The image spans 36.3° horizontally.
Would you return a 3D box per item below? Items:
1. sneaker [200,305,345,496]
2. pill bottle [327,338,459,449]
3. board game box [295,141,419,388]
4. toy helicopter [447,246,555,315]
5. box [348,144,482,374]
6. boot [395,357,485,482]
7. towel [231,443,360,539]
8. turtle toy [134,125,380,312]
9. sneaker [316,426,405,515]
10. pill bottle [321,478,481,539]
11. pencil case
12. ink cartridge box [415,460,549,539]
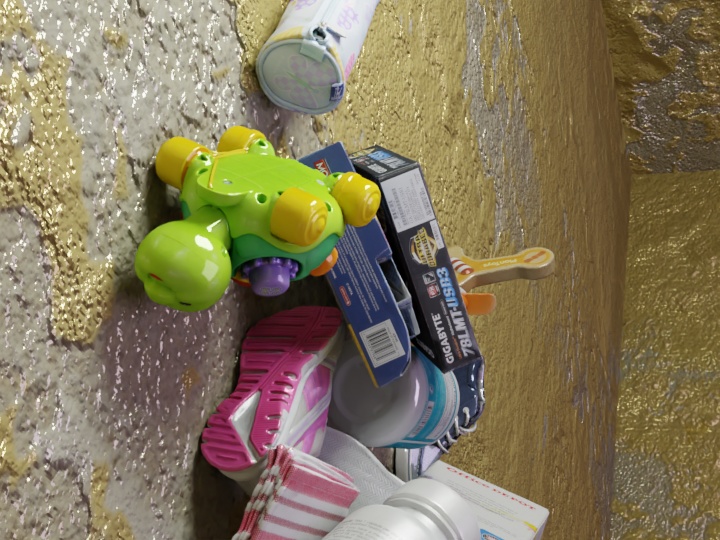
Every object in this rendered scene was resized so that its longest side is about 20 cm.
[{"bbox_3d":[-0.066,0.112,0.935,0.200,0.081,0.088,-61,145,-40],"label":"sneaker"},{"bbox_3d":[0.039,0.132,1.155,0.200,0.110,0.111,27,63,-68],"label":"pill bottle"},{"bbox_3d":[0.000,0.000,0.995,0.200,0.062,0.201,63,3,-87],"label":"board game box"},{"bbox_3d":[0.127,0.008,1.272,0.132,0.199,0.079,-90,169,-61],"label":"toy helicopter"},{"bbox_3d":[0.045,-0.018,1.094,0.200,0.050,0.199,-135,-153,-74],"label":"box"},{"bbox_3d":[0.100,0.190,1.342,0.073,0.090,0.201,54,40,-57],"label":"boot"},{"bbox_3d":[-0.077,0.242,0.875,0.200,0.030,0.146,-61,152,-8],"label":"towel"},{"bbox_3d":[-0.087,-0.033,0.817,0.200,0.145,0.101,-24,134,-56],"label":"turtle toy"},{"bbox_3d":[-0.003,0.214,1.049,0.074,0.200,0.116,-58,-170,-17],"label":"sneaker"},{"bbox_3d":[0.011,0.256,0.885,0.200,0.114,0.115,-32,120,-48],"label":"pill bottle"},{"bbox_3d":[-0.033,-0.233,1.026,0.091,0.083,0.200,100,7,-45],"label":"pencil case"},{"bbox_3d":[0.101,0.320,1.201,0.200,0.147,0.145,-9,120,-69],"label":"ink cartridge box"}]
